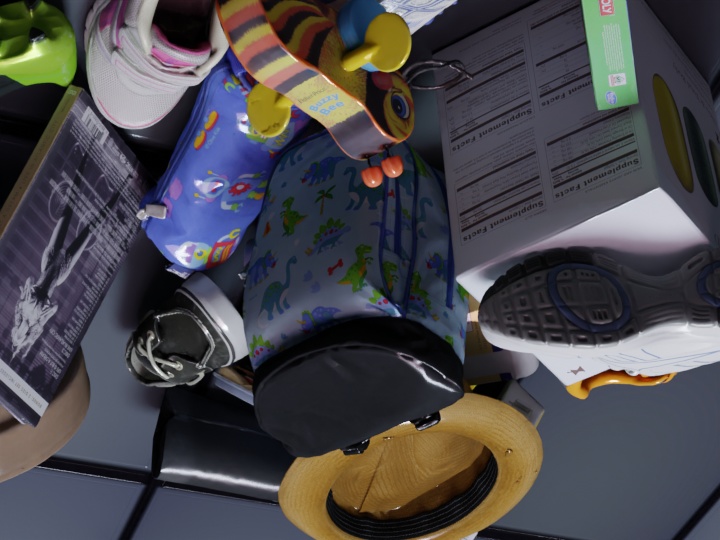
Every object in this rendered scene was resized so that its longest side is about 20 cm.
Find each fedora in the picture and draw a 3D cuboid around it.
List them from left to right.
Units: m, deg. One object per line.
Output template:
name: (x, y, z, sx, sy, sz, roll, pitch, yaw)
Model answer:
fedora: (0.032, 0.125, 1.481, 0.200, 0.082, 0.201, -5, 141, -4)

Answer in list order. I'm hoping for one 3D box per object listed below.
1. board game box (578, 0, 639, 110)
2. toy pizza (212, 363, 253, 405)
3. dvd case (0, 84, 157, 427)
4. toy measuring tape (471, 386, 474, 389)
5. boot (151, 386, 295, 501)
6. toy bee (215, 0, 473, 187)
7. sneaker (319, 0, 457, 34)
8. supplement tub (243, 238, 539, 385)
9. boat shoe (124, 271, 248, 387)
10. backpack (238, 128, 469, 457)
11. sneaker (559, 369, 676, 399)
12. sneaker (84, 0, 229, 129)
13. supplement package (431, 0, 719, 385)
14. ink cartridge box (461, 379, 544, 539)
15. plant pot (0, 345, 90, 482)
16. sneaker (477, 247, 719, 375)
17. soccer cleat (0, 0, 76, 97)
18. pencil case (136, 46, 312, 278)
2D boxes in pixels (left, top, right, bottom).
board game box: (0.140, -0.215, 1.262, 0.029, 0.135, 0.200, -9, 141, 6)
toy pizza: (-0.024, 0.118, 1.639, 0.200, 0.200, 0.032, 28, 87, -33)
dvd case: (-0.213, -0.007, 1.432, 0.016, 0.201, 0.149, 18, 161, 24)
toy measuring tape: (0.049, 0.089, 1.679, 0.073, 0.074, 0.200, 13, 146, -20)
boot: (-0.071, 0.174, 1.684, 0.199, 0.165, 0.066, 20, 110, -16)
toy bee: (-0.001, -0.114, 1.294, 0.199, 0.109, 0.131, 8, 151, -24)
sneaker: (0.035, -0.196, 1.340, 0.199, 0.076, 0.088, -10, 154, 15)
supplement tub: (0.024, 0.021, 1.528, 0.199, 0.146, 0.146, -9, 140, 6)
boat shoe: (-0.133, 0.056, 1.550, 0.064, 0.071, 0.200, -37, 180, -19)
backpack: (0.000, 0.000, 1.377, 0.163, 0.200, 0.154, -22, 122, 40)
sneaker: (0.242, 0.051, 1.638, 0.199, 0.077, 0.078, -15, 138, 11)
sneaker: (-0.130, -0.155, 1.347, 0.081, 0.089, 0.200, 10, 139, -17)
supplement package: (0.155, -0.062, 1.395, 0.150, 0.201, 0.152, -25, 137, 24)
ink cartridge box: (0.085, 0.187, 1.696, 0.047, 0.200, 0.198, 32, 138, 7)
plant pot: (-0.309, 0.037, 1.511, 0.199, 0.201, 0.175, -6, 123, 2)
sneaker: (0.171, 0.037, 1.305, 0.199, 0.075, 0.087, 0, 145, -6)
soccer cleat: (-0.287, -0.135, 1.381, 0.199, 0.068, 0.081, -6, 151, 1)
pencil case: (-0.093, -0.085, 1.442, 0.087, 0.078, 0.200, -5, 145, -34)
